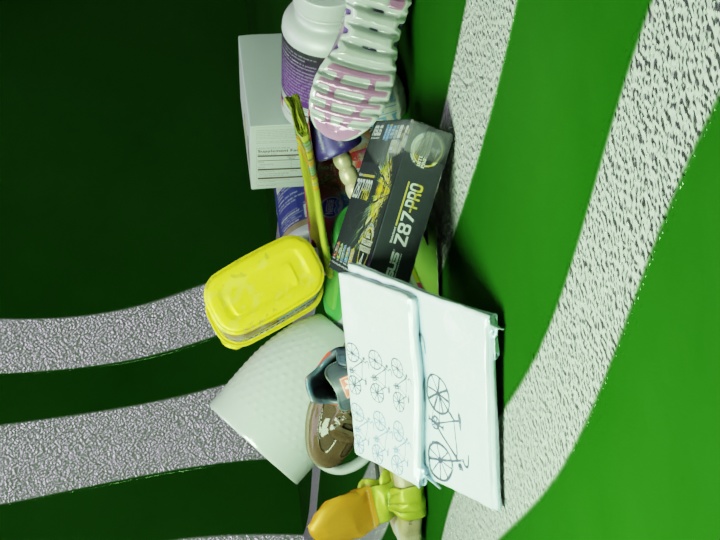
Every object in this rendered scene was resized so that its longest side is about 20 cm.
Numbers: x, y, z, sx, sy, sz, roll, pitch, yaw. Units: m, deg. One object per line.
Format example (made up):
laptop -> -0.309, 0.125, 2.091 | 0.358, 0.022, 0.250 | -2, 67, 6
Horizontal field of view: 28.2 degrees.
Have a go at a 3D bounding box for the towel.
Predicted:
towel -> -0.057, -0.092, 1.607 | 0.086, 0.018, 0.202 | -106, 5, -51

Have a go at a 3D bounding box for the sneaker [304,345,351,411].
sneaker -> 0.020, 0.097, 1.360 | 0.199, 0.084, 0.076 | -24, 87, 52

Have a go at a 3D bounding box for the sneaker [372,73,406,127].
sneaker -> 0.004, -0.224, 1.606 | 0.201, 0.072, 0.073 | -104, 10, -58

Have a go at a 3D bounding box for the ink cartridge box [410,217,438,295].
ink cartridge box -> 0.034, 0.025, 1.492 | 0.148, 0.075, 0.202 | -111, 17, -66

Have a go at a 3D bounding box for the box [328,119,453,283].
box -> 0.027, -0.063, 1.396 | 0.200, 0.049, 0.163 | -147, 76, -79

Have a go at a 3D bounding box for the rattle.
rattle -> -0.001, 0.237, 1.685 | 0.201, 0.141, 0.131 | -112, -1, -47

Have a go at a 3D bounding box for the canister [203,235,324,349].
canister -> -0.113, 0.025, 1.687 | 0.087, 0.147, 0.200 | 61, 174, 3

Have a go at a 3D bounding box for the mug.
mug -> -0.057, 0.166, 1.774 | 0.200, 0.176, 0.148 | 42, 173, -9

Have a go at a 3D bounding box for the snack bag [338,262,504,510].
snack bag -> 0.052, 0.104, 1.253 | 0.199, 0.021, 0.191 | 20, 120, 48

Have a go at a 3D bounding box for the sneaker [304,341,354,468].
sneaker -> -0.006, 0.142, 1.676 | 0.075, 0.070, 0.202 | 25, 95, 66

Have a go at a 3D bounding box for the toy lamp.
toy lamp -> -0.004, -0.084, 1.570 | 0.058, 0.058, 0.202 | -121, 9, -74

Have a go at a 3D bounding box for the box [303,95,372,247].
box -> -0.016, -0.119, 1.723 | 0.201, 0.094, 0.101 | 99, 165, -62

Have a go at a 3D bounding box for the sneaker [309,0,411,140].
sneaker -> 0.005, -0.233, 1.485 | 0.089, 0.080, 0.202 | -85, 13, -78

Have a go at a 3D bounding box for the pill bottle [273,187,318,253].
pill bottle -> -0.065, -0.104, 2.040 | 0.116, 0.114, 0.202 | 96, 168, -54

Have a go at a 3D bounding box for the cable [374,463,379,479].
cable -> 0.032, 0.206, 1.846 | 0.097, 0.050, 0.202 | -49, 56, 56

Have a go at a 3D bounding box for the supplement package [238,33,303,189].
supplement package -> -0.084, -0.222, 1.960 | 0.112, 0.154, 0.201 | 94, 170, -45

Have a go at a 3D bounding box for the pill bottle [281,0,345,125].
pill bottle -> -0.044, -0.277, 1.790 | 0.201, 0.110, 0.112 | 94, 169, -49

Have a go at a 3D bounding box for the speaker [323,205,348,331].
speaker -> 0.000, 0.000, 1.716 | 0.201, 0.087, 0.089 | 98, 165, -60
